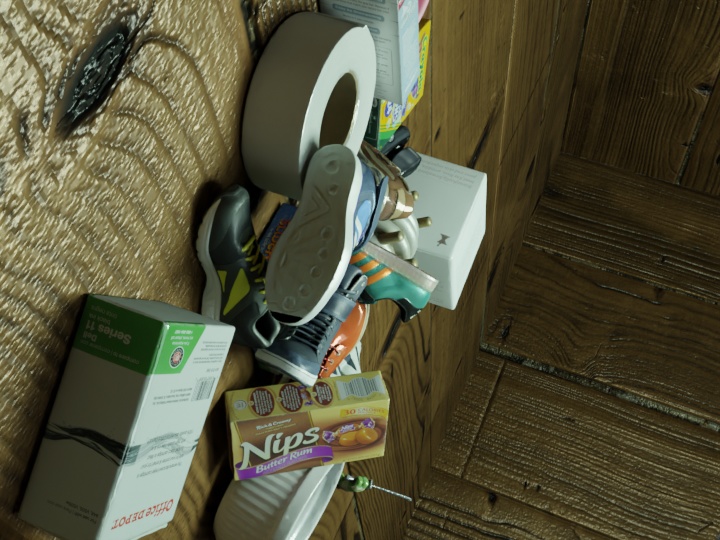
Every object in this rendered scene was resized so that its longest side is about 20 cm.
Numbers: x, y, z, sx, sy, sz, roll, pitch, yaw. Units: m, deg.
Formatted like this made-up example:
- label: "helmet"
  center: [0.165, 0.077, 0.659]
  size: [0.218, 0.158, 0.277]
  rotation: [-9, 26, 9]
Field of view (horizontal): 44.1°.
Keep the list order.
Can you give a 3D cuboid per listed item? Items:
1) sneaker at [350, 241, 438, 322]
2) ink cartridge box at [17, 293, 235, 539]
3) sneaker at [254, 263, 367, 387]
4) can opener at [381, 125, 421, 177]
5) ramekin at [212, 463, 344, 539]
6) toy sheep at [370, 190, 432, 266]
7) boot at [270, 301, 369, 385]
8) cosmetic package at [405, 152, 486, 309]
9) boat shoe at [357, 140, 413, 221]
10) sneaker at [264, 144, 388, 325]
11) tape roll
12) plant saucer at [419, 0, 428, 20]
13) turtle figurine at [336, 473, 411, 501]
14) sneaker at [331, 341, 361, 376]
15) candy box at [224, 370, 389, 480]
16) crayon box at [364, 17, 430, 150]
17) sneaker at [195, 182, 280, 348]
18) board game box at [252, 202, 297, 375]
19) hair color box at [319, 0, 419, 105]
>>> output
- label: "sneaker"
  center: [0.000, 0.000, 1.156]
  size: [0.080, 0.200, 0.071]
  rotation: [-61, -171, 4]
- label: "ink cartridge box"
  center: [-0.202, 0.131, 0.791]
  size: [0.147, 0.083, 0.200]
  rotation: [21, 87, -75]
- label: "sneaker"
  center: [-0.054, 0.053, 1.036]
  size: [0.146, 0.077, 0.202]
  rotation: [-61, -179, 3]
- label: "can opener"
  center: [0.021, -0.162, 1.267]
  size: [0.200, 0.079, 0.063]
  rotation: [-32, 147, -53]
- label: "ramekin"
  center: [-0.115, 0.316, 1.218]
  size: [0.200, 0.105, 0.200]
  rotation: [-58, 166, -22]
- label: "toy sheep"
  center: [0.025, -0.054, 1.270]
  size: [0.200, 0.138, 0.138]
  rotation: [-63, 163, -46]
- label: "boot"
  center: [-0.052, 0.111, 1.188]
  size: [0.200, 0.075, 0.107]
  rotation: [-57, -177, 5]
- label: "cosmetic package"
  center: [0.104, -0.067, 1.459]
  size: [0.200, 0.165, 0.165]
  rotation: [78, 34, -64]
- label: "boat shoe"
  center: [0.011, -0.114, 1.109]
  size: [0.076, 0.072, 0.200]
  rotation: [-63, -152, 24]
- label: "sneaker"
  center: [-0.029, -0.023, 0.952]
  size: [0.146, 0.080, 0.200]
  rotation: [50, 54, -68]
- label: "tape roll"
  center: [-0.052, -0.177, 0.977]
  size: [0.202, 0.071, 0.203]
  rotation: [19, 90, -74]
- label: "plant saucer"
  center: [0.051, -0.393, 1.119]
  size: [0.201, 0.051, 0.201]
  rotation: [19, 90, -75]
- label: "turtle figurine"
  center: [-0.030, 0.272, 1.403]
  size: [0.194, 0.200, 0.144]
  rotation: [52, 42, -61]
- label: "sneaker"
  center: [-0.013, 0.191, 1.368]
  size: [0.079, 0.130, 0.199]
  rotation: [-39, -172, 20]
- label: "candy box"
  center: [-0.069, 0.196, 1.128]
  size: [0.057, 0.200, 0.117]
  rotation: [-112, -160, -46]
- label: "crayon box"
  center: [0.046, -0.272, 1.241]
  size: [0.126, 0.051, 0.200]
  rotation: [93, 21, -43]
- label: "sneaker"
  center: [-0.117, -0.001, 0.930]
  size: [0.075, 0.084, 0.200]
  rotation: [-56, 158, -46]
- label: "board game box"
  center: [-0.099, 0.028, 1.115]
  size: [0.200, 0.034, 0.136]
  rotation: [83, 30, -58]
- label: "hair color box"
  center: [0.011, -0.288, 1.012]
  size: [0.200, 0.099, 0.061]
  rotation: [82, 31, -58]
